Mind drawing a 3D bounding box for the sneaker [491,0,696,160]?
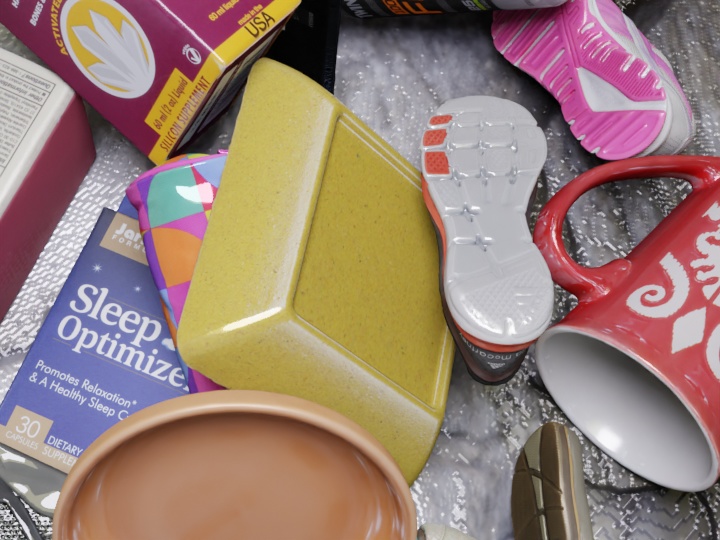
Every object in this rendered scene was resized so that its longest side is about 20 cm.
[{"bbox_3d":[0.161,-0.141,0.853,0.081,0.088,0.201,-41,53,24],"label":"sneaker"}]

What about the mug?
[{"bbox_3d":[0.213,0.004,0.757,0.200,0.178,0.133,-43,35,-21],"label":"mug"}]

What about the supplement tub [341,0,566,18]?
[{"bbox_3d":[0.043,-0.232,0.821,0.199,0.123,0.123,2,67,28],"label":"supplement tub"}]

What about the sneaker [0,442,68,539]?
[{"bbox_3d":[-0.251,0.146,0.715,0.198,0.076,0.115,27,64,0],"label":"sneaker"}]

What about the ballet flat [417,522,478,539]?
[{"bbox_3d":[0.043,0.246,0.706,0.062,0.067,0.201,15,70,-9],"label":"ballet flat"}]

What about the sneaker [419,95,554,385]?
[{"bbox_3d":[0.069,-0.020,0.735,0.076,0.082,0.201,5,50,0],"label":"sneaker"}]

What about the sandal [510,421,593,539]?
[{"bbox_3d":[0.124,0.190,0.734,0.054,0.080,0.201,15,64,-21],"label":"sandal"}]

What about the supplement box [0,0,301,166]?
[{"bbox_3d":[-0.149,-0.175,0.725,0.200,0.110,0.086,42,49,-2],"label":"supplement box"}]

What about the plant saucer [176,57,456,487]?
[{"bbox_3d":[0.000,0.000,0.723,0.200,0.048,0.201,36,53,-37],"label":"plant saucer"}]

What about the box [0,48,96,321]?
[{"bbox_3d":[-0.268,-0.038,0.764,0.127,0.109,0.201,24,70,3],"label":"box"}]

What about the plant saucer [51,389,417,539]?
[{"bbox_3d":[-0.069,0.139,0.686,0.198,0.201,0.038,-1,36,-4],"label":"plant saucer"}]

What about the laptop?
[{"bbox_3d":[-0.080,-0.228,0.811,0.199,0.177,0.104,28,70,7],"label":"laptop"}]

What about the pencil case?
[{"bbox_3d":[-0.072,0.028,0.730,0.088,0.088,0.201,-19,95,-11],"label":"pencil case"}]

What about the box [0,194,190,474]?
[{"bbox_3d":[-0.138,0.042,0.786,0.120,0.032,0.201,22,69,4],"label":"box"}]
